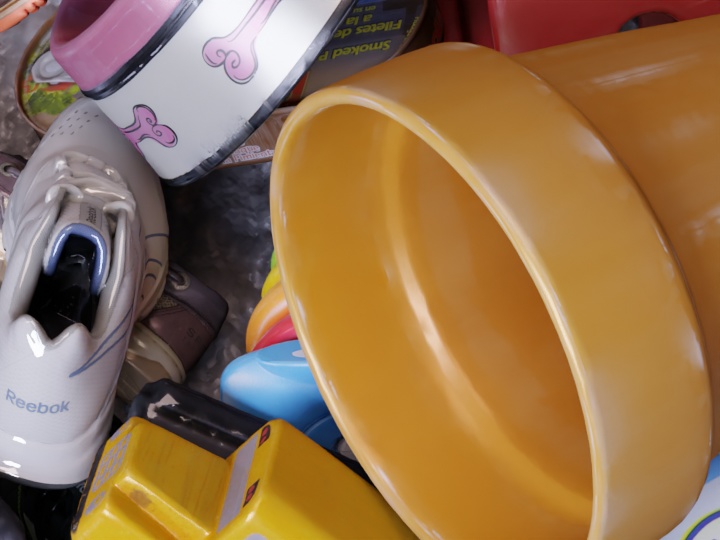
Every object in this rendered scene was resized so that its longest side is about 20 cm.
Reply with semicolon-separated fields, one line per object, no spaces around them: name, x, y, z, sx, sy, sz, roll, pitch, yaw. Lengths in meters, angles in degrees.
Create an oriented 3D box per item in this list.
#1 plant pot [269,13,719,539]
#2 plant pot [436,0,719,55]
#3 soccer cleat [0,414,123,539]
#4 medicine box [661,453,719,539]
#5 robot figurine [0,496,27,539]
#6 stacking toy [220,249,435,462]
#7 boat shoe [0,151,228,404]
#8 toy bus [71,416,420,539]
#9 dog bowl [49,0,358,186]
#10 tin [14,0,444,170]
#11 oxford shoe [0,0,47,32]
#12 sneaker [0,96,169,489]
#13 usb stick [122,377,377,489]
plant pot;0.096;-0.007;1.052;0.183;0.200;0.200;-26;61;-26
plant pot;0.127;-0.131;1.210;0.182;0.201;0.201;-10;62;-5
soccer cleat;-0.103;0.106;1.180;0.067;0.081;0.200;-36;64;-12
medicine box;0.215;0.138;1.068;0.182;0.103;0.201;-29;57;28
robot figurine;-0.183;0.146;1.130;0.150;0.125;0.200;-42;63;1
stacking toy;0.000;0.000;1.224;0.116;0.110;0.200;-5;48;3
boat shoe;-0.144;-0.016;1.258;0.200;0.072;0.065;36;65;20
toy bus;-0.013;0.126;1.107;0.200;0.078;0.065;38;32;-16
dog bowl;-0.052;-0.137;1.157;0.074;0.200;0.200;34;67;-16
tin;-0.059;-0.094;1.272;0.199;0.042;0.112;-7;43;20
oxford shoe;-0.110;-0.188;1.157;0.072;0.071;0.200;34;98;-16
sneaker;-0.111;-0.006;1.153;0.074;0.087;0.200;12;44;-8
usb stick;-0.007;0.101;1.150;0.200;0.056;0.033;24;39;-7
